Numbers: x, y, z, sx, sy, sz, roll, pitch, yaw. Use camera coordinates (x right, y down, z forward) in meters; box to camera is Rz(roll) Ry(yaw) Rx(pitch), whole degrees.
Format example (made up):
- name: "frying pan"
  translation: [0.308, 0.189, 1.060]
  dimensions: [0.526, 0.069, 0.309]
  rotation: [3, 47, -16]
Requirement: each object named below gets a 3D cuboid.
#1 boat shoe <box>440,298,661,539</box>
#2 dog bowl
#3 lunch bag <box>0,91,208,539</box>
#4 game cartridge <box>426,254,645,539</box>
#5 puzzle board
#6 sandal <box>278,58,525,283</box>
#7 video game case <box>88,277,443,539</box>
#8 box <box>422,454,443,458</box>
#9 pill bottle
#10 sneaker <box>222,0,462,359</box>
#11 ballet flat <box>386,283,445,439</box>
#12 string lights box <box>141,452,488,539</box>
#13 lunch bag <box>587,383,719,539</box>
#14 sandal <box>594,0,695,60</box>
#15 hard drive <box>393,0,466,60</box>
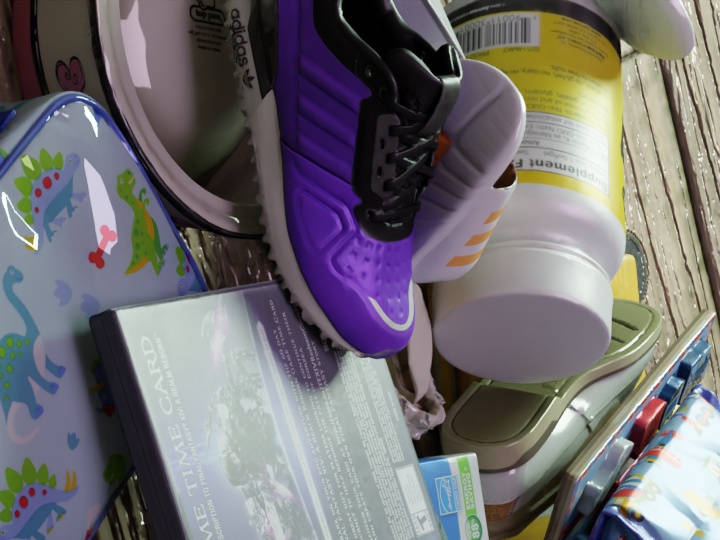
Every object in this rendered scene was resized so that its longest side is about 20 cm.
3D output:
- name: "boat shoe"
  translation: [0.105, 0.079, 1.401]
  dimensions: [0.200, 0.075, 0.069]
  rotation: [-35, 130, -47]
- name: "dog bowl"
  translation: [-0.086, -0.111, 1.208]
  dimensions: [0.200, 0.074, 0.201]
  rotation: [12, 75, -52]
- name: "lunch bag"
  translation: [-0.155, 0.027, 1.083]
  dimensions: [0.161, 0.082, 0.200]
  rotation: [61, 42, -30]
- name: "game cartridge"
  translation: [0.112, 0.078, 1.486]
  dimensions: [0.200, 0.032, 0.177]
  rotation: [-2, 87, -52]
- name: "puzzle board"
  translation: [0.144, 0.126, 1.417]
  dimensions: [0.200, 0.017, 0.151]
  rotation: [-41, 151, -50]
- name: "sandal"
  translation: [0.023, -0.021, 1.251]
  dimensions: [0.059, 0.207, 0.079]
  rotation: [9, 41, -42]
- name: "video game case"
  translation: [-0.037, 0.076, 1.136]
  dimensions: [0.200, 0.019, 0.143]
  rotation: [-10, 81, -58]
- name: "box"
  translation: [0.005, 0.185, 1.321]
  dimensions: [0.200, 0.036, 0.145]
  rotation: [-13, 95, -53]
- name: "pill bottle"
  translation: [0.088, -0.048, 1.373]
  dimensions: [0.114, 0.114, 0.200]
  rotation: [39, 43, -44]
- name: "sneaker"
  translation: [0.005, -0.060, 1.163]
  dimensions: [0.070, 0.099, 0.201]
  rotation: [-16, 92, -59]
- name: "ballet flat"
  translation: [0.000, 0.000, 1.317]
  dimensions: [0.072, 0.072, 0.200]
  rotation: [-35, 112, -51]
- name: "string lights box"
  translation: [-0.015, 0.151, 1.218]
  dimensions: [0.200, 0.059, 0.103]
  rotation: [-5, 85, -54]
- name: "lunch bag"
  translation: [0.155, 0.188, 1.389]
  dimensions: [0.151, 0.094, 0.200]
  rotation: [-43, 164, -54]
- name: "sandal"
  translation: [0.131, -0.194, 1.426]
  dimensions: [0.050, 0.203, 0.083]
  rotation: [-35, 141, -12]
- name: "hard drive"
  translation: [-0.004, -0.190, 1.282]
  dimensions: [0.132, 0.026, 0.200]
  rotation: [55, 10, -34]
